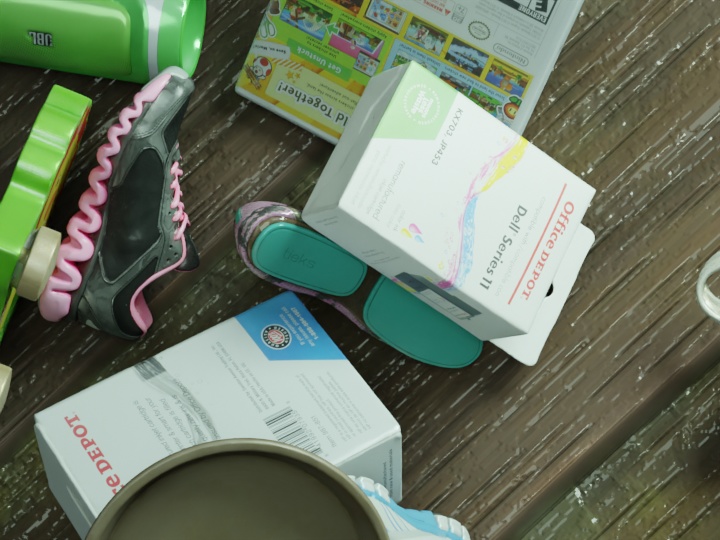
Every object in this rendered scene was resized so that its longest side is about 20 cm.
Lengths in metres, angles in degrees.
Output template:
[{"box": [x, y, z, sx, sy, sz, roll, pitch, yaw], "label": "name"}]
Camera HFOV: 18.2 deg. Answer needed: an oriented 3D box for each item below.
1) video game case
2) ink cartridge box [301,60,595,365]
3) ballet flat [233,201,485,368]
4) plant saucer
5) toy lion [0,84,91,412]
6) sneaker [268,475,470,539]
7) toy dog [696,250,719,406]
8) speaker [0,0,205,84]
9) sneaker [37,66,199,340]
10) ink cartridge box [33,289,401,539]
[{"box": [0.033, -0.160, 1.543, 0.199, 0.023, 0.183, 28, 111, 8], "label": "video game case"}, {"box": [0.075, -0.033, 1.486, 0.199, 0.067, 0.118, 33, 72, -19], "label": "ink cartridge box"}, {"box": [0.000, 0.000, 1.528, 0.199, 0.071, 0.069, 25, 110, -24], "label": "ballet flat"}, {"box": [-0.078, 0.192, 1.365, 0.198, 0.029, 0.202, -3, 108, -11], "label": "plant saucer"}, {"box": [-0.234, -0.020, 1.525, 0.068, 0.192, 0.201, 21, 126, -5], "label": "toy lion"}, {"box": [0.020, 0.193, 1.441, 0.075, 0.199, 0.087, -48, 48, 20], "label": "sneaker"}, {"box": [0.331, 0.031, 1.504, 0.198, 0.096, 0.133, -18, 84, 18], "label": "toy dog"}, {"box": [-0.212, -0.183, 1.575, 0.198, 0.088, 0.089, 9, 84, 7], "label": "speaker"}, {"box": [-0.146, -0.041, 1.549, 0.095, 0.079, 0.201, 25, 107, 1], "label": "sneaker"}, {"box": [-0.092, 0.123, 1.468, 0.199, 0.084, 0.145, -26, 53, -19], "label": "ink cartridge box"}]
